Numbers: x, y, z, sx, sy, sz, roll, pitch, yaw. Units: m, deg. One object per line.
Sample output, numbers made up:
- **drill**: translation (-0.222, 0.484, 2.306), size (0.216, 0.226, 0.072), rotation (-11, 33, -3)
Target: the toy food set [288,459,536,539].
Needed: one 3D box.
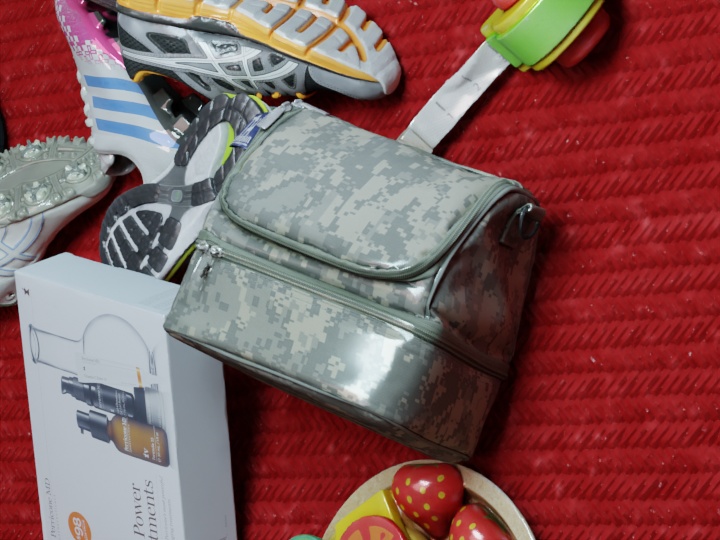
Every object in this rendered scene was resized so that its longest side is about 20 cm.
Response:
- **toy food set**: translation (0.033, 0.215, 1.487), size (0.198, 0.048, 0.201), rotation (-40, 60, 30)

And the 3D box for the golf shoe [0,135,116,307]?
- **golf shoe**: translation (-0.251, -0.024, 1.765), size (0.199, 0.097, 0.079), rotation (-24, 39, 11)

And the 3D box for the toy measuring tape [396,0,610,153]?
- **toy measuring tape**: translation (0.088, -0.129, 1.476), size (0.200, 0.073, 0.074), rotation (-46, 57, 23)

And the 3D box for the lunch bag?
- **lunch bag**: translation (0.000, 0.000, 1.487), size (0.199, 0.139, 0.169), rotation (21, 84, 33)

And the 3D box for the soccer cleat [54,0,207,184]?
- **soccer cleat**: translation (-0.169, -0.120, 1.703), size (0.086, 0.070, 0.200), rotation (-52, 55, 22)

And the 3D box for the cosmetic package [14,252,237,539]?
- **cosmetic package**: translation (-0.153, 0.101, 1.620), size (0.150, 0.051, 0.202), rotation (15, 116, 44)

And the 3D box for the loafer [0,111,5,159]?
- **loafer**: translation (-0.310, -0.125, 1.834), size (0.070, 0.068, 0.202), rotation (-38, 61, 51)

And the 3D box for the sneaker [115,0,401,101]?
- **sneaker**: translation (-0.068, -0.141, 1.598), size (0.199, 0.078, 0.078), rotation (18, 119, 17)

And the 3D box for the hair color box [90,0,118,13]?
- **hair color box**: translation (-0.149, -0.279, 1.670), size (0.064, 0.109, 0.202), rotation (3, 78, 42)

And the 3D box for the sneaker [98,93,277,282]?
- **sneaker**: translation (-0.099, -0.038, 1.623), size (0.200, 0.081, 0.074), rotation (-41, 58, 35)
